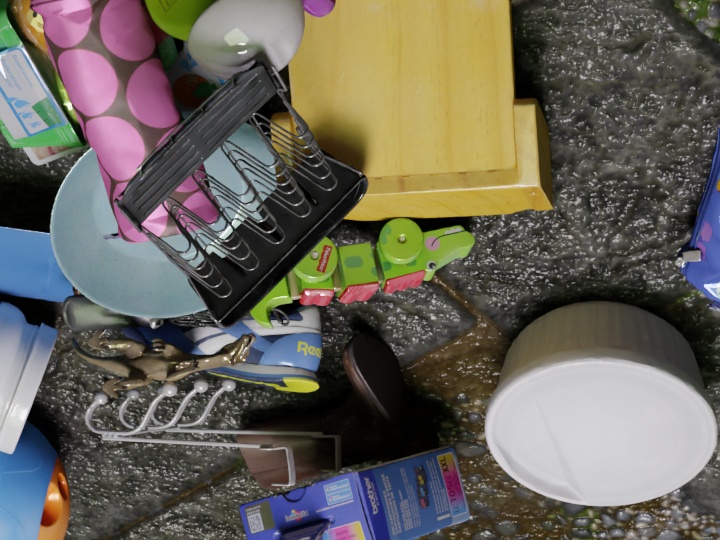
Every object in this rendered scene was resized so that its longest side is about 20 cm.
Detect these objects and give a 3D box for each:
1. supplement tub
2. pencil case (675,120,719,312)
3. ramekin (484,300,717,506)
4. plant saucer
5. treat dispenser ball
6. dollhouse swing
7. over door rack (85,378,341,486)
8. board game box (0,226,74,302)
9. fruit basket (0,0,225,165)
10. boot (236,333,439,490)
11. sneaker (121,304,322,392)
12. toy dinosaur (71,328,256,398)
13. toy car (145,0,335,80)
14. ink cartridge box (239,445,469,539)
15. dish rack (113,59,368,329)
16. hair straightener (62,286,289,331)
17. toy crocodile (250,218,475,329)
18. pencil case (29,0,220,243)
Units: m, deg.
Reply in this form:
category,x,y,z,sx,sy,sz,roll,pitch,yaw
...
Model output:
category,x,y,z,sx,sy,sz,roll,pitch,yaw
supplement tub,-0.393,0.078,1.393,0.200,0.140,0.140,21,133,-10
pencil case,0.304,-0.062,1.190,0.087,0.078,0.200,-7,135,-15
ramekin,0.214,0.114,1.363,0.202,0.094,0.202,4,134,4
plant saucer,-0.152,-0.051,1.228,0.201,0.039,0.201,-11,129,-14
treat dispenser ball,-0.387,0.231,1.496,0.201,0.201,0.201,5,134,5
dollhouse swing,0.042,-0.138,1.191,0.200,0.176,0.182,-3,174,12
over door rack,-0.124,0.135,1.365,0.200,0.148,0.067,12,92,18
board game box,-0.271,-0.018,1.346,0.200,0.039,0.158,8,157,-11
fruit basket,-0.203,-0.174,1.158,0.200,0.094,0.185,-12,130,15
boot,-0.048,0.142,1.457,0.200,0.064,0.186,-10,133,24
sneaker,-0.121,0.056,1.382,0.200,0.082,0.074,10,172,20
toy dinosaur,-0.190,0.082,1.313,0.200,0.058,0.101,-2,174,25
toy car,-0.055,-0.230,1.049,0.200,0.175,0.150,-39,159,20
ink cartridge box,-0.012,0.220,1.371,0.136,0.076,0.200,-21,169,32
dish rack,-0.082,-0.053,1.045,0.055,0.153,0.200,42,174,21
hair straightener,-0.161,0.040,1.318,0.200,0.077,0.041,4,113,5
toy crocodile,0.000,0.000,1.275,0.200,0.062,0.068,-11,166,-12
pencil case,-0.171,-0.119,1.096,0.091,0.094,0.200,-16,113,-1
